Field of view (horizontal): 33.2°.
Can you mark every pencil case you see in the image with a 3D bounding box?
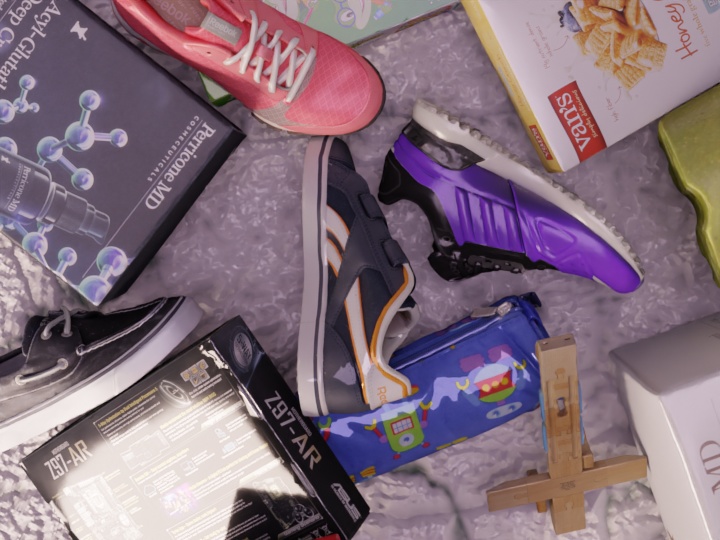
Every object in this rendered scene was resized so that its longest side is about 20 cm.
[{"bbox_3d":[0.047,0.084,0.841,0.199,0.078,0.087,-23,118,1],"label":"pencil case"}]

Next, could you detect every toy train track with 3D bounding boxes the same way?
[{"bbox_3d":[0.136,0.109,0.825,0.114,0.033,0.201,-12,134,0],"label":"toy train track"}]

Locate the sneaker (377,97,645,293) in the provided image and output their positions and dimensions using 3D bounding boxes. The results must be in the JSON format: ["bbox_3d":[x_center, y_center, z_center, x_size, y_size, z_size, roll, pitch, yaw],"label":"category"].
[{"bbox_3d":[0.099,-0.027,0.845,0.200,0.070,0.100,34,100,1],"label":"sneaker"}]

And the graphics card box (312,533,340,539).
[{"bbox_3d":[-0.053,0.255,0.807,0.125,0.051,0.201,-15,138,1],"label":"graphics card box"}]

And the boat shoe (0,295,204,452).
[{"bbox_3d":[-0.201,0.058,0.826,0.199,0.072,0.068,-27,106,20],"label":"boat shoe"}]

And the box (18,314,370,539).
[{"bbox_3d":[-0.116,0.147,0.821,0.200,0.044,0.161,-33,93,28],"label":"box"}]

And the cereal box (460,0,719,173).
[{"bbox_3d":[0.184,-0.176,0.826,0.199,0.040,0.144,-31,99,-8],"label":"cereal box"}]

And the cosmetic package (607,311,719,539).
[{"bbox_3d":[0.296,0.110,0.803,0.199,0.166,0.168,-20,94,2],"label":"cosmetic package"}]

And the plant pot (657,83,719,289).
[{"bbox_3d":[0.302,-0.074,0.792,0.183,0.200,0.201,-21,94,13],"label":"plant pot"}]

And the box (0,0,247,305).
[{"bbox_3d":[-0.201,-0.097,0.812,0.200,0.107,0.149,38,92,-4],"label":"box"}]

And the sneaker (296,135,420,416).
[{"bbox_3d":[0.000,0.000,0.812,0.079,0.079,0.201,-3,68,6],"label":"sneaker"}]

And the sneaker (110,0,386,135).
[{"bbox_3d":[-0.078,-0.142,0.779,0.199,0.087,0.074,26,95,-3],"label":"sneaker"}]

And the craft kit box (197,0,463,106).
[{"bbox_3d":[-0.050,-0.244,0.836,0.196,0.049,0.201,-22,94,4],"label":"craft kit box"}]
